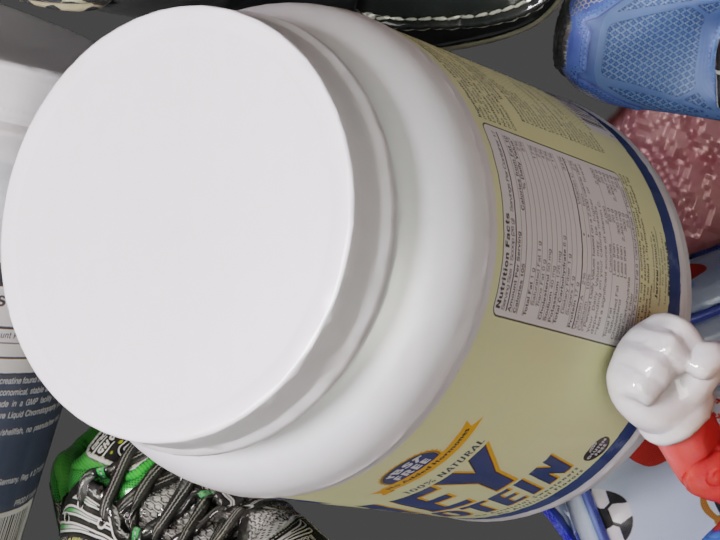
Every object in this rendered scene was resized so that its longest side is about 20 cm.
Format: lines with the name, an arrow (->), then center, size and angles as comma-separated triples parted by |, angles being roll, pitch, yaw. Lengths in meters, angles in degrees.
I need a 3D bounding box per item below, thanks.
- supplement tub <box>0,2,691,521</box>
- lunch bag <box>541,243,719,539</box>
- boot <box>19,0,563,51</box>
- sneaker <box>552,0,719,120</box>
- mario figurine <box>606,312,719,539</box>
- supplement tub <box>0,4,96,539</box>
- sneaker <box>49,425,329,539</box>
supplement tub -> 0.000, 0.000, 0.786 | 0.144, 0.200, 0.146 | -6, 79, 32
lunch bag -> 0.146, 0.081, 0.908 | 0.160, 0.076, 0.201 | -22, 105, 2
boot -> -0.035, -0.103, 0.791 | 0.202, 0.154, 0.074 | 9, 99, 4
sneaker -> 0.164, -0.076, 0.857 | 0.199, 0.089, 0.079 | 0, 118, -5
mario figurine -> 0.123, 0.090, 0.772 | 0.123, 0.106, 0.201 | 16, 116, -16
supplement tub -> -0.159, 0.013, 0.826 | 0.140, 0.140, 0.201 | 17, 101, -9
sneaker -> -0.061, 0.091, 0.826 | 0.078, 0.200, 0.085 | -37, 103, -18
